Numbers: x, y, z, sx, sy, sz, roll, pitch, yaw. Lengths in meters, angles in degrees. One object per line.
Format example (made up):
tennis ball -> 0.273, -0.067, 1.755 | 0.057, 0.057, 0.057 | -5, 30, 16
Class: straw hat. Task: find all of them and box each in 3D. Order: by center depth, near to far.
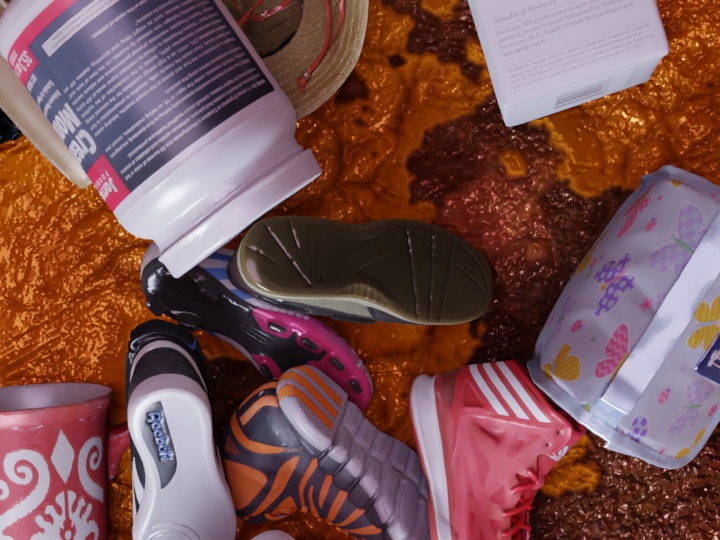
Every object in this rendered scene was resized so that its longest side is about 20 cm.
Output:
straw hat -> -0.080, -0.197, 0.894 | 0.198, 0.085, 0.204 | 4, 106, 14

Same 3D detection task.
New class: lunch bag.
lunch bag -> 0.197, 0.032, 0.801 | 0.126, 0.200, 0.171 | 32, 93, 7

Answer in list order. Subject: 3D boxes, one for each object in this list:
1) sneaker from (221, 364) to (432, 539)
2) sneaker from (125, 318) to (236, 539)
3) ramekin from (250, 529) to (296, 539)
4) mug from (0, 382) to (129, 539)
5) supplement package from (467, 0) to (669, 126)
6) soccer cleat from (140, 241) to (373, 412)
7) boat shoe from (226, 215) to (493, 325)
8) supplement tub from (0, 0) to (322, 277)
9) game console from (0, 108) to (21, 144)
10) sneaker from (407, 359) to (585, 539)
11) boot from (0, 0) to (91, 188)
sneaker -> -0.020, 0.163, 0.899 | 0.112, 0.078, 0.200 | -34, 103, 31
sneaker -> -0.129, 0.123, 0.872 | 0.072, 0.113, 0.202 | -3, 127, -9
ramekin -> -0.083, 0.276, 0.842 | 0.097, 0.200, 0.201 | 39, 94, 14
mug -> -0.222, 0.191, 0.893 | 0.175, 0.133, 0.203 | -2, 92, 9
supplement package -> 0.126, -0.219, 0.855 | 0.116, 0.117, 0.203 | -17, 88, 7
soccer cleat -> -0.069, 0.031, 0.905 | 0.199, 0.087, 0.070 | 35, 121, -15
boat shoe -> -0.001, 0.001, 0.875 | 0.198, 0.066, 0.073 | 7, 80, -27
supplement tub -> -0.130, -0.112, 0.808 | 0.140, 0.140, 0.201 | -35, 94, 6
game console -> -0.323, -0.198, 0.919 | 0.200, 0.172, 0.119 | 43, 121, 6
sneaker -> 0.109, 0.160, 0.862 | 0.114, 0.078, 0.203 | -17, 86, 20
boot -> -0.224, -0.190, 0.896 | 0.200, 0.066, 0.176 | 42, 77, -18
